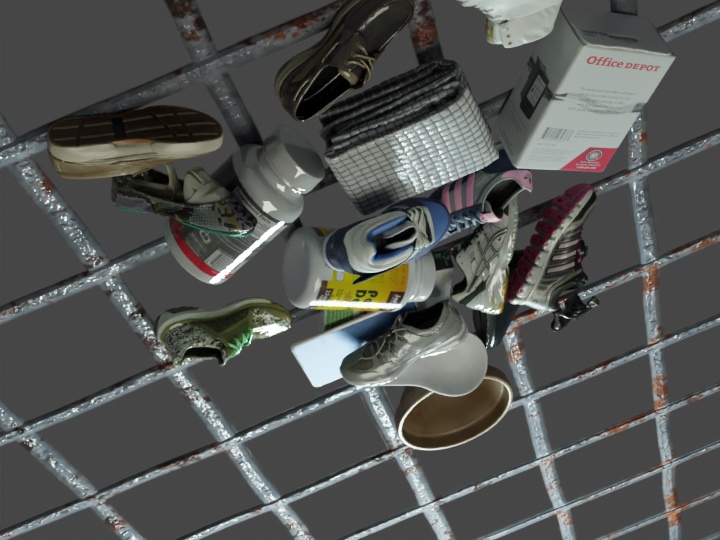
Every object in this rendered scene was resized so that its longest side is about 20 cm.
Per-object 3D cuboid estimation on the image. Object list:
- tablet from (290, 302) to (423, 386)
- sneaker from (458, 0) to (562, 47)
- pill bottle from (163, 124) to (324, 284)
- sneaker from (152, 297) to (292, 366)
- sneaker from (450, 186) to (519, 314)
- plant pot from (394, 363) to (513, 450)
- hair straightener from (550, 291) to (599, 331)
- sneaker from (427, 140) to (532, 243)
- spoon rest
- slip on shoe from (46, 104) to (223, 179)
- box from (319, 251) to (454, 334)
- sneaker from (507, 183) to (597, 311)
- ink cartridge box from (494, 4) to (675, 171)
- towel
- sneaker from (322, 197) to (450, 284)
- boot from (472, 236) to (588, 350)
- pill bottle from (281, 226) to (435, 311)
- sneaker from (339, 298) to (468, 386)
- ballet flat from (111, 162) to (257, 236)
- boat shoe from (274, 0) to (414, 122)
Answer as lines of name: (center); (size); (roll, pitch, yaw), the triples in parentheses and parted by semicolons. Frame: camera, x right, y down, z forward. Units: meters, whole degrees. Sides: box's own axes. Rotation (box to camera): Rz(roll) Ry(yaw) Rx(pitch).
tablet: (0.003, 0.107, 1.799); (0.198, 0.014, 0.131); (-22, 144, 3)
sneaker: (0.148, -0.303, 1.375); (0.197, 0.074, 0.116); (-7, 138, -20)
pill bottle: (-0.139, -0.083, 1.474); (0.199, 0.112, 0.110); (-39, 139, 22)
sneaker: (-0.187, 0.099, 1.692); (0.197, 0.089, 0.077); (-8, 141, -17)
sneaker: (0.174, -0.034, 1.698); (0.086, 0.076, 0.203); (11, 113, 7)
plant pot: (0.141, 0.199, 1.970); (0.198, 0.093, 0.202); (-14, 142, -11)
hair straightener: (0.327, 0.055, 1.853); (0.077, 0.041, 0.200); (-35, 172, 14)
sneaker: (0.150, -0.086, 1.633); (0.070, 0.083, 0.200); (19, 128, -41)
spoon rest: (0.101, 0.148, 1.824); (0.197, 0.061, 0.101); (-7, 100, -14)
slip on shoe: (-0.256, -0.139, 1.378); (0.197, 0.077, 0.061); (-8, 136, -12)
box: (0.036, 0.047, 1.783); (0.197, 0.037, 0.145); (-13, 142, -13)
sneaker: (0.291, -0.026, 1.731); (0.087, 0.074, 0.202); (28, 95, -18)
ink cartridge box: (0.280, -0.226, 1.523); (0.143, 0.084, 0.201); (1, 137, -26)
towel: (0.057, -0.165, 1.492); (0.198, 0.087, 0.166); (-22, 151, 10)
sneaker: (0.059, -0.045, 1.531); (0.198, 0.082, 0.146); (-18, -173, -26)
boot: (0.260, 0.035, 1.838); (0.166, 0.077, 0.202); (-9, 135, -9)
pill bottle: (0.000, 0.000, 1.643); (0.197, 0.110, 0.110); (3, 137, -28)
sneaker: (0.055, 0.097, 1.757); (0.198, 0.075, 0.083); (-27, 130, -2)
ballet flat: (-0.210, -0.091, 1.403); (0.198, 0.073, 0.072); (14, 151, 24)
boat shoe: (-0.011, -0.240, 1.374); (0.199, 0.074, 0.074); (-40, 139, 23)
